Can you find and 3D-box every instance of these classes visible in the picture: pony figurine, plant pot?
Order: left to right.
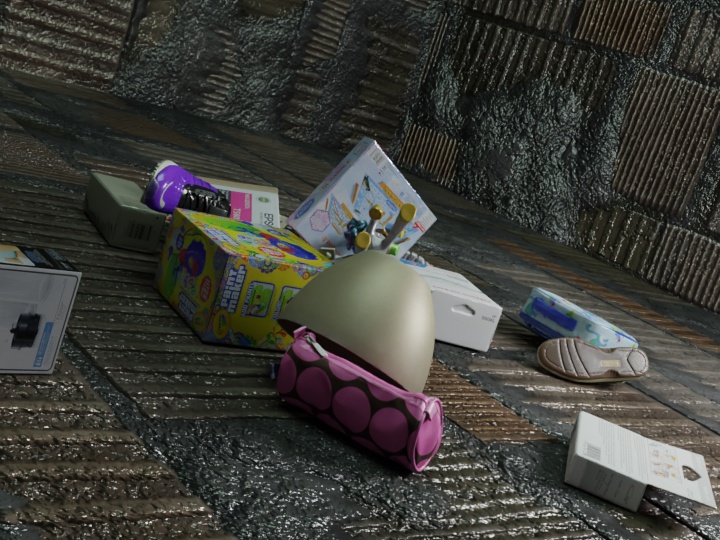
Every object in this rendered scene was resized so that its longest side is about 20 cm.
[{"bbox_3d":[0.009,0.002,1.477,0.165,0.195,0.200,24,-18,-2],"label":"pony figurine"},{"bbox_3d":[0.015,0.056,1.259,0.199,0.135,0.200,30,-13,7],"label":"plant pot"}]

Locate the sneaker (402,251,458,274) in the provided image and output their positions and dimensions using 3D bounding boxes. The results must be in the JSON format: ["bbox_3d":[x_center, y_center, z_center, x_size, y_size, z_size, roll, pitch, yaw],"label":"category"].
[{"bbox_3d":[0.131,0.020,1.982,0.199,0.078,0.112,30,8,0],"label":"sneaker"}]

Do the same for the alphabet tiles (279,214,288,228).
[{"bbox_3d":[-0.206,-0.062,1.701,0.198,0.015,0.196,21,32,10],"label":"alphabet tiles"}]

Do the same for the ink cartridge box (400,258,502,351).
[{"bbox_3d":[0.136,0.056,1.763,0.143,0.085,0.200,14,12,-19],"label":"ink cartridge box"}]

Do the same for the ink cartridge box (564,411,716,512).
[{"bbox_3d":[0.353,0.254,1.303,0.174,0.045,0.200,21,12,11],"label":"ink cartridge box"}]

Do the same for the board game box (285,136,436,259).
[{"bbox_3d":[0.004,-0.086,1.738,0.200,0.200,0.041,48,-8,-32],"label":"board game box"}]

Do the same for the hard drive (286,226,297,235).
[{"bbox_3d":[-0.102,-0.041,1.840,0.198,0.038,0.140,18,-8,-7],"label":"hard drive"}]

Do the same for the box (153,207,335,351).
[{"bbox_3d":[-0.152,0.016,1.396,0.191,0.123,0.200,10,15,-35],"label":"box"}]

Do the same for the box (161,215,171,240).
[{"bbox_3d":[-0.306,-0.080,1.798,0.109,0.035,0.200,21,12,7],"label":"box"}]

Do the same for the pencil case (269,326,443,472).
[{"bbox_3d":[-0.001,0.140,1.132,0.198,0.095,0.091,24,26,24],"label":"pencil case"}]

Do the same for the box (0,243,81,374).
[{"bbox_3d":[-0.378,0.034,0.964,0.199,0.118,0.060,9,17,-46],"label":"box"}]

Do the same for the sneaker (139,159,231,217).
[{"bbox_3d":[-0.239,-0.103,1.472,0.099,0.070,0.200,29,6,11],"label":"sneaker"}]

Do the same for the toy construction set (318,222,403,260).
[{"bbox_3d":[0.000,0.000,1.648,0.092,0.132,0.199,27,26,25],"label":"toy construction set"}]

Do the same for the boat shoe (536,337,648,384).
[{"bbox_3d":[0.391,0.165,1.761,0.200,0.076,0.075,10,-22,-11],"label":"boat shoe"}]

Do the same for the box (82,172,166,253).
[{"bbox_3d":[-0.386,-0.095,1.657,0.081,0.069,0.200,12,13,-30],"label":"box"}]

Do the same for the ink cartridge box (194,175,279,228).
[{"bbox_3d":[-0.211,-0.068,1.623,0.163,0.076,0.201,7,31,-11],"label":"ink cartridge box"}]

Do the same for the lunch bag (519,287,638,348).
[{"bbox_3d":[0.401,0.110,1.898,0.160,0.083,0.200,26,5,-39],"label":"lunch bag"}]
